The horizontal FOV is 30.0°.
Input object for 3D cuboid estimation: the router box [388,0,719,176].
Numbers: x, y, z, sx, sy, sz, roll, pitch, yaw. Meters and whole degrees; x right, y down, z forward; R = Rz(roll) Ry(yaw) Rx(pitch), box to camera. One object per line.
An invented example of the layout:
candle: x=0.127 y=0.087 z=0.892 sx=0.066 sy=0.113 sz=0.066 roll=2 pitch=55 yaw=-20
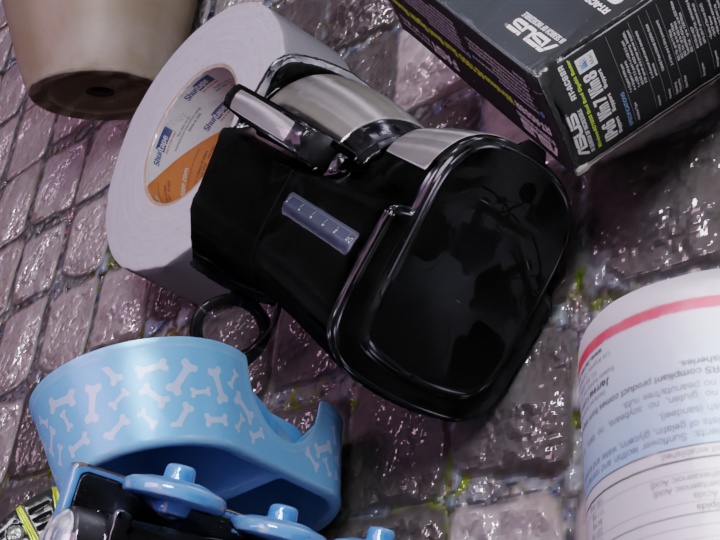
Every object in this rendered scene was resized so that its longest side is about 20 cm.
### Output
router box: x=0.108 y=-0.148 z=0.659 sx=0.149 sy=0.062 sz=0.200 roll=-34 pitch=38 yaw=-4

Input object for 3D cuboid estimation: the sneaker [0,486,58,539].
sneaker: x=-0.227 y=0.228 z=0.881 sx=0.201 sy=0.075 sz=0.077 roll=-57 pitch=-8 yaw=-19

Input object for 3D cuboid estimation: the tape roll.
tape roll: x=-0.093 y=-0.079 z=0.923 sx=0.200 sy=0.066 sz=0.202 roll=-32 pitch=44 yaw=36

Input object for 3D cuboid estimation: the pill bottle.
pill bottle: x=0.133 y=0.109 z=0.464 sx=0.108 sy=0.108 sz=0.202 roll=-28 pitch=48 yaw=39

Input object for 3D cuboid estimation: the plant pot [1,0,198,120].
plant pot: x=-0.212 y=-0.223 z=1.089 sx=0.199 sy=0.199 sz=0.176 roll=-16 pitch=71 yaw=46

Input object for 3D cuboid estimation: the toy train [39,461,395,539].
toy train: x=-0.059 y=0.147 z=0.616 sx=0.114 sy=0.198 sz=0.088 roll=-16 pitch=57 yaw=59

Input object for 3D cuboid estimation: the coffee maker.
coffee maker: x=0.000 y=0.000 z=0.717 sx=0.200 sy=0.133 sz=0.194 roll=36 pitch=120 yaw=56

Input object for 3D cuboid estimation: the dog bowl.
dog bowl: x=-0.080 y=0.096 z=0.679 sx=0.111 sy=0.200 sz=0.050 roll=-24 pitch=58 yaw=18
